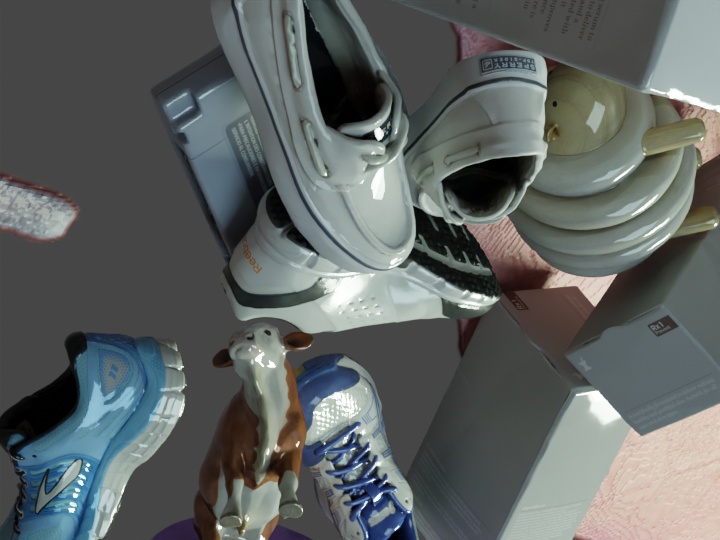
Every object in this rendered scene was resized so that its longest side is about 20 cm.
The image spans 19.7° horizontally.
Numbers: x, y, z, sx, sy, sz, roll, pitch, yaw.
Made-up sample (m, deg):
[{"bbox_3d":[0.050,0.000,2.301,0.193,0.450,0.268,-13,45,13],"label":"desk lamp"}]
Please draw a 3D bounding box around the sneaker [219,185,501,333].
[{"bbox_3d":[0.000,0.000,1.229,0.199,0.074,0.080,12,132,-41],"label":"sneaker"}]

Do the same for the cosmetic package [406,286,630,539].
[{"bbox_3d":[0.113,0.120,1.455,0.090,0.107,0.201,-2,132,-38],"label":"cosmetic package"}]

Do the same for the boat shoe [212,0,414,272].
[{"bbox_3d":[-0.008,-0.080,1.092,0.072,0.065,0.201,-44,125,-35],"label":"boat shoe"}]

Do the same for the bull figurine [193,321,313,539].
[{"bbox_3d":[-0.070,0.127,1.313,0.065,0.122,0.201,6,136,-6],"label":"bull figurine"}]

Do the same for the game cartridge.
[{"bbox_3d":[-0.035,-0.070,1.199,0.133,0.042,0.200,-36,144,-12],"label":"game cartridge"}]

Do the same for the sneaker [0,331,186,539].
[{"bbox_3d":[-0.187,0.112,1.246,0.090,0.078,0.201,20,112,-29],"label":"sneaker"}]

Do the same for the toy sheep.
[{"bbox_3d":[0.150,-0.061,1.290,0.137,0.138,0.200,-32,140,-10],"label":"toy sheep"}]

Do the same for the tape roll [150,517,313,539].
[{"bbox_3d":[-0.068,0.254,1.370,0.199,0.200,0.066,0,129,-41],"label":"tape roll"}]

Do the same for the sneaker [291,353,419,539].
[{"bbox_3d":[0.002,0.134,1.401,0.075,0.088,0.200,-33,142,-5],"label":"sneaker"}]

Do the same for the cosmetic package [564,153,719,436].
[{"bbox_3d":[0.231,0.005,1.369,0.107,0.090,0.200,-31,-161,53],"label":"cosmetic package"}]

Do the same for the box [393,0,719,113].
[{"bbox_3d":[0.136,-0.158,1.098,0.152,0.199,0.107,10,102,-47],"label":"box"}]

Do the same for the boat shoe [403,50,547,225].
[{"bbox_3d":[0.064,-0.057,1.152,0.071,0.066,0.200,-1,164,-15],"label":"boat shoe"}]
